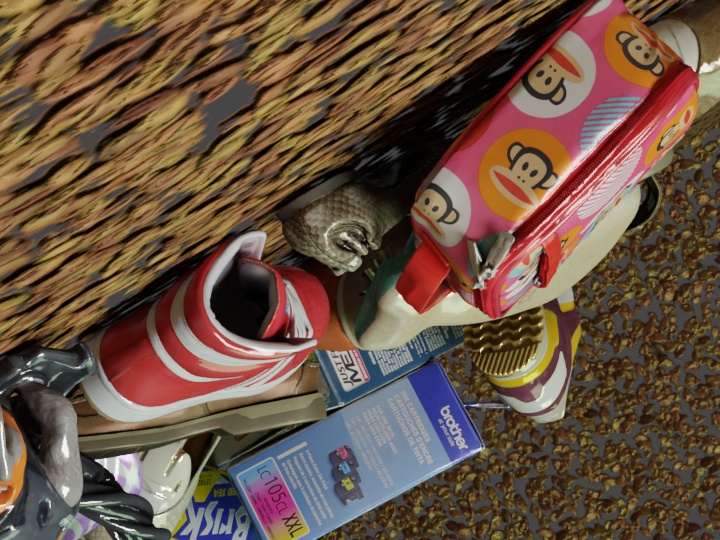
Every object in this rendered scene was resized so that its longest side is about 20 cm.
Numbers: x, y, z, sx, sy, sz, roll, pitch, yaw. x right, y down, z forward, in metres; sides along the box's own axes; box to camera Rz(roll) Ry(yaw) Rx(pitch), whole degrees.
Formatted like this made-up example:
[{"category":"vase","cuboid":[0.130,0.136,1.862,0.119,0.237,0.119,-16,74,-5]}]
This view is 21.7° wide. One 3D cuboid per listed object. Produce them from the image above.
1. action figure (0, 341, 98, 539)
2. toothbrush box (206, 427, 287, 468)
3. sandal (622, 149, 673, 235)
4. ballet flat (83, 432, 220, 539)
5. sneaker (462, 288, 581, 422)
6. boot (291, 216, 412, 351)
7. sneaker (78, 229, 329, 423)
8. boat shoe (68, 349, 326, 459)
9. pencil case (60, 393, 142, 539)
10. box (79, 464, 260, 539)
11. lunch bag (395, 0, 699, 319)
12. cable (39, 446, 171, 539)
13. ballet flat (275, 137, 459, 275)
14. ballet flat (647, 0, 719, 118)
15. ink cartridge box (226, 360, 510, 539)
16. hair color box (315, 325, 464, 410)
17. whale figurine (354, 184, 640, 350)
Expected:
[{"category":"action figure","cuboid":[-0.198,0.116,0.846,0.200,0.105,0.193,-35,166,4]},{"category":"toothbrush box","cuboid":[-0.046,0.066,1.444,0.200,0.086,0.146,-27,174,-33]},{"category":"sandal","cuboid":[0.201,-0.056,1.427,0.080,0.054,0.200,-31,177,-7]},{"category":"ballet flat","cuboid":[-0.124,0.105,1.244,0.200,0.067,0.062,-61,178,-26]},{"category":"sneaker","cuboid":[0.109,0.007,1.274,0.075,0.201,0.090,-11,141,22]},{"category":"boot","cuboid":[0.000,0.000,1.247,0.107,0.075,0.200,-12,-168,29]},{"category":"sneaker","cuboid":[-0.051,0.022,1.008,0.112,0.071,0.200,-31,175,34]},{"category":"boat shoe","cuboid":[-0.121,0.072,1.116,0.199,0.068,0.072,-8,174,-23]},{"category":"pencil case","cuboid":[-0.226,0.147,1.138,0.200,0.084,0.086,-31,159,-33]},{"category":"box","cuboid":[-0.147,0.176,1.386,0.064,0.070,0.200,-14,153,32]},{"category":"lunch bag","cuboid":[0.087,-0.045,0.961,0.176,0.082,0.200,-46,173,-1]},{"category":"cable","cuboid":[-0.199,0.167,1.053,0.163,0.051,0.200,-46,136,6]},{"category":"ballet flat","cuboid":[0.017,-0.035,1.020,0.067,0.046,0.200,-34,176,26]},{"category":"ballet flat","cuboid":[0.168,-0.115,1.180,0.072,0.068,0.200,-3,160,-41]},{"category":"ink cartridge box","cuboid":[0.008,0.126,1.347,0.199,0.077,0.136,-29,178,-4]},{"category":"hair color box","cuboid":[0.027,0.040,1.344,0.200,0.061,0.100,-25,-179,-32]},{"category":"whale figurine","cuboid":[0.073,-0.027,1.142,0.200,0.104,0.159,-27,162,-24]}]
